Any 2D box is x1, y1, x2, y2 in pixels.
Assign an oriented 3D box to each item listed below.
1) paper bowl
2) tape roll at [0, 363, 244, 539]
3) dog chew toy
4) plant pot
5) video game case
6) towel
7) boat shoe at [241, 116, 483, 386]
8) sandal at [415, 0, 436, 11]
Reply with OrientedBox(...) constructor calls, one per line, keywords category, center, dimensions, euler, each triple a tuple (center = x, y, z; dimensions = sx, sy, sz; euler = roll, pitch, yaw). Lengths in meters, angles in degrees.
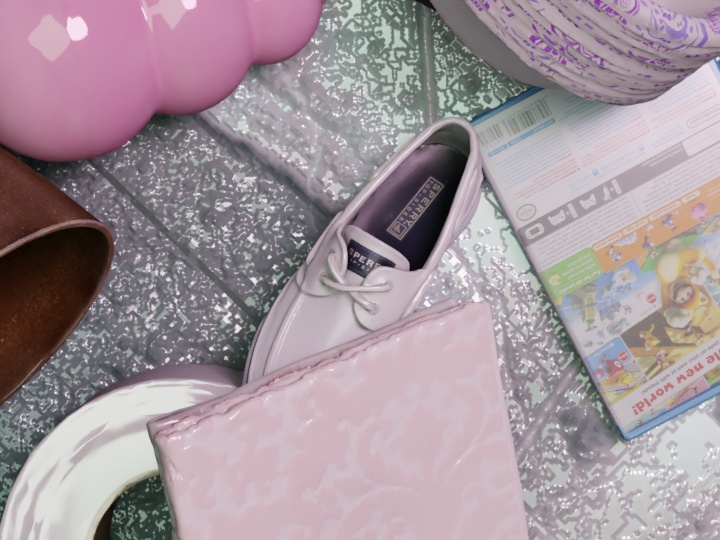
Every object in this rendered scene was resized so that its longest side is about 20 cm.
OrientedBox(category="paper bowl", center=(0.102, -0.175, 0.874), dimensions=(0.201, 0.201, 0.104), euler=(52, 131, -2))
OrientedBox(category="tape roll", center=(-0.094, 0.153, 0.945), dimensions=(0.202, 0.071, 0.203), euler=(0, 93, 1))
OrientedBox(category="dog chew toy", center=(-0.112, -0.133, 0.906), dimensions=(0.199, 0.125, 0.125), euler=(-18, 93, -14))
OrientedBox(category="plant pot", center=(-0.265, -0.025, 0.896), dimensions=(0.200, 0.187, 0.187), euler=(45, 93, 13))
OrientedBox(category="video game case", center=(0.165, -0.025, 0.959), dimensions=(0.143, 0.018, 0.200), euler=(-28, 93, 1))
OrientedBox(category="towel", center=(-0.004, 0.130, 0.878), dimensions=(0.200, 0.032, 0.192), euler=(-21, 112, -27))
OrientedBox(category="boat shoe", center=(0.000, 0.000, 0.904), dimensions=(0.073, 0.065, 0.200), euler=(27, 69, 8))
OrientedBox(category="sandal", center=(0.025, -0.181, 0.921), dimensions=(0.200, 0.075, 0.045), euler=(26, 122, -8))
